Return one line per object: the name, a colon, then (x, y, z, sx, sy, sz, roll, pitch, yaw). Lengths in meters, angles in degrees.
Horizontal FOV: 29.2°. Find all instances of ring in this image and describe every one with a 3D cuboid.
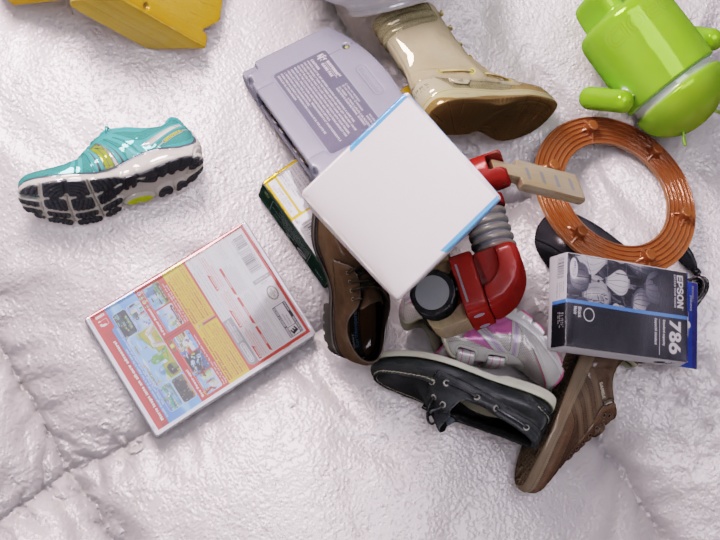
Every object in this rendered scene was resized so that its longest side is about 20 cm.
ring: (0.286, -0.088, 1.533, 0.197, 0.019, 0.203, 9, 60, -17)

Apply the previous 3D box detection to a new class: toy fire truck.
toy fire truck: (0.136, -0.041, 1.402, 0.197, 0.129, 0.178, -20, 72, 7)

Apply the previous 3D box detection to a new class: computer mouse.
computer mouse: (0.298, -0.011, 1.528, 0.140, 0.046, 0.200, -42, 87, -16)

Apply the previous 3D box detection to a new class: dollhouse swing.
dollhouse swing: (-0.268, -0.350, 1.513, 0.181, 0.174, 0.203, 24, 66, -48)

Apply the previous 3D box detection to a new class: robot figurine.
robot figurine: (0.328, -0.238, 1.555, 0.175, 0.116, 0.201, -34, 85, -25)

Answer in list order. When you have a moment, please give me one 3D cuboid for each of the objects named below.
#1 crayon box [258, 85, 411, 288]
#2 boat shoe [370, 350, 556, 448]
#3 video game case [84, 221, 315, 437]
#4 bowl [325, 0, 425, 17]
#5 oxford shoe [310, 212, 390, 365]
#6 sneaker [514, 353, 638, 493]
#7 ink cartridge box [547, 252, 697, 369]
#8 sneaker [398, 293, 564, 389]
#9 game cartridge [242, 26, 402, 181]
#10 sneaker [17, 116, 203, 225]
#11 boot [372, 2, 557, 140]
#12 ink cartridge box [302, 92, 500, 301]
crayon box: (0.006, -0.091, 1.490, 0.199, 0.052, 0.126, -35, 85, -16)
boat shoe: (0.099, 0.138, 1.425, 0.197, 0.075, 0.067, 16, 63, 3)
video game case: (-0.165, 0.059, 1.437, 0.199, 0.017, 0.144, -32, 84, -17)
bowl: (0.024, -0.331, 1.501, 0.199, 0.201, 0.092, -18, 107, -14)
oxford shoe: (0.000, 0.000, 1.401, 0.072, 0.084, 0.203, -17, 110, -23)
sneaker: (0.234, 0.155, 1.463, 0.075, 0.070, 0.202, 30, 75, -9)
ink cartridge box: (0.289, 0.044, 1.459, 0.197, 0.039, 0.101, 8, 77, -26)
sneaker: (0.121, 0.072, 1.462, 0.199, 0.081, 0.089, 33, 74, 8)
game cartridge: (-0.026, -0.173, 1.470, 0.132, 0.041, 0.201, -29, 55, -8)
sneaker: (-0.263, -0.106, 1.444, 0.197, 0.078, 0.080, -17, 60, -19)
boot: (0.115, -0.221, 1.526, 0.198, 0.073, 0.157, -5, 53, -38)
ink cartridge box: (0.037, -0.060, 1.266, 0.128, 0.200, 0.125, -44, 88, 0)
